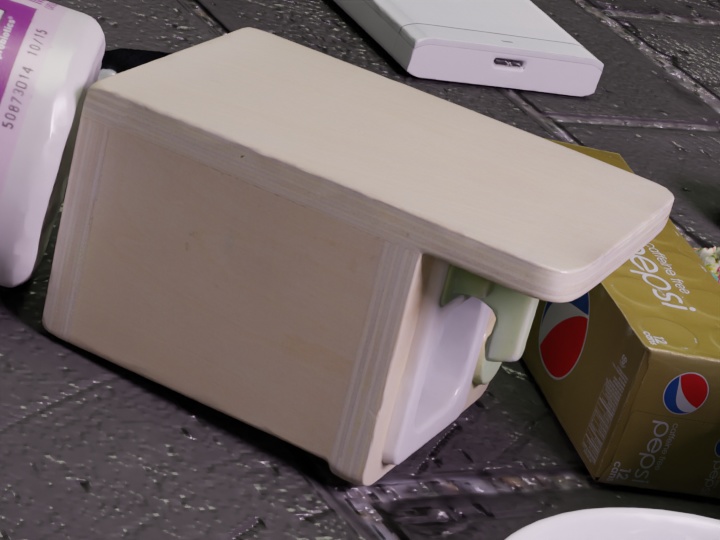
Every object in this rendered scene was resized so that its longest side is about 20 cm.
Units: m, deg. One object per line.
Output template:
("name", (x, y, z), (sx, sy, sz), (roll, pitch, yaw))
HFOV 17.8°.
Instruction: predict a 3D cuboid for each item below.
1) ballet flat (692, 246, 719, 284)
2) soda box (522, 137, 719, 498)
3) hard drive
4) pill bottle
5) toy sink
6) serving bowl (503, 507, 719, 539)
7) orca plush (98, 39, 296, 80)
("ballet flat", (0.200, 0.004, 1.078), (0.075, 0.064, 0.200), (31, 26, 21))
("soda box", (0.107, 0.015, 0.985), (0.067, 0.064, 0.200), (9, 26, -21))
("hard drive", (0.039, -0.164, 1.359), (0.131, 0.027, 0.200), (3, 28, -32))
("pill bottle", (-0.206, -0.073, 0.880), (0.198, 0.113, 0.112), (18, 24, -5))
("toy sink", (0.000, 0.000, 0.880), (0.199, 0.113, 0.130), (22, 24, 18))
("serving bowl", (0.117, 0.155, 0.695), (0.198, 0.066, 0.200), (16, 25, -8))
("orca plush", (-0.040, -0.065, 1.035), (0.199, 0.072, 0.105), (27, 25, 17))
